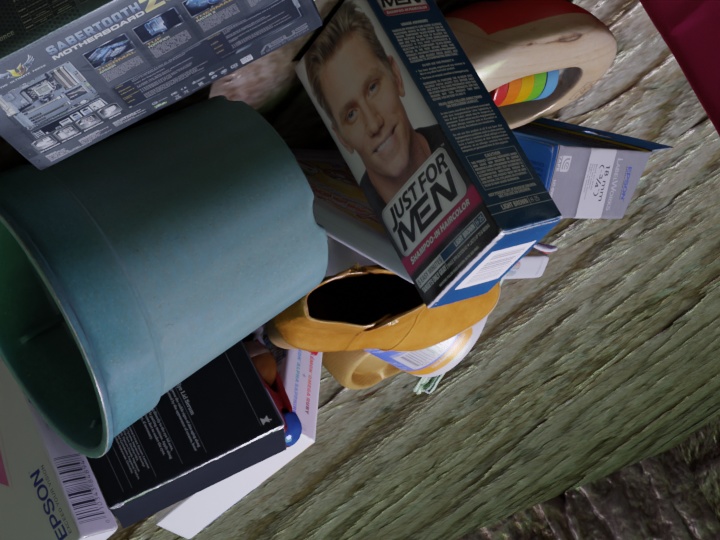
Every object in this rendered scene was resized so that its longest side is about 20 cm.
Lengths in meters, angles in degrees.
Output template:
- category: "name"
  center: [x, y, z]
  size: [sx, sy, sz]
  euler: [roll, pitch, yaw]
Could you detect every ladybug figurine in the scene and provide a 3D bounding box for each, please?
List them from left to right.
- category: "ladybug figurine"
  center: [0.104, -0.154, 1.364]
  size: [0.200, 0.072, 0.136]
  euler: [-13, 159, -40]

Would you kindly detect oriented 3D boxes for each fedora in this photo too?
- category: "fedora"
  center: [0.008, 0.065, 1.862]
  size: [0.200, 0.082, 0.201]
  euler: [-25, 164, -8]

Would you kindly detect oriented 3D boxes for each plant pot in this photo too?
- category: "plant pot"
  center: [-0.140, -0.010, 1.228]
  size: [0.196, 0.200, 0.200]
  euler: [-29, 166, -24]

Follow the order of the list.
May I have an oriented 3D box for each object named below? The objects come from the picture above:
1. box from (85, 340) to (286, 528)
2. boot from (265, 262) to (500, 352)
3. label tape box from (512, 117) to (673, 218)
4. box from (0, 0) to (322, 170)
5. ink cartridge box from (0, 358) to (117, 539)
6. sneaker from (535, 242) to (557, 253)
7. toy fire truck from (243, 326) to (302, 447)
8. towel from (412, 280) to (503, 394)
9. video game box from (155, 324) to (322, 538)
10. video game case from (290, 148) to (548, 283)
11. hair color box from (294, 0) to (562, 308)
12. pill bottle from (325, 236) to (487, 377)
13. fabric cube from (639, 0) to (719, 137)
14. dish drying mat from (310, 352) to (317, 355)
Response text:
- category: "box"
  center: [-0.160, 0.069, 1.388]
  size: [0.141, 0.200, 0.079]
  euler: [-25, 163, -7]
- category: "boot"
  center: [0.035, 0.023, 1.361]
  size: [0.201, 0.071, 0.144]
  euler: [-11, 176, -20]
- category: "label tape box"
  center: [0.145, -0.086, 1.514]
  size: [0.200, 0.144, 0.063]
  euler: [-3, 106, -54]
- category: "box"
  center: [-0.131, -0.142, 1.058]
  size: [0.200, 0.051, 0.158]
  euler: [-28, 164, 3]
- category: "ink cartridge box"
  center: [-0.291, 0.164, 1.475]
  size: [0.043, 0.197, 0.200]
  euler: [-8, 154, -47]
- category: "sneaker"
  center: [0.128, -0.045, 1.648]
  size: [0.112, 0.071, 0.200]
  euler: [-14, -174, 20]
- category: "toy fire truck"
  center: [-0.110, 0.071, 1.531]
  size: [0.112, 0.168, 0.200]
  euler: [-29, 165, 6]
- category: "towel"
  center: [0.103, 0.027, 1.776]
  size: [0.153, 0.023, 0.200]
  euler: [-58, -178, 19]
- category: "video game box"
  center: [-0.110, 0.125, 1.711]
  size: [0.047, 0.182, 0.200]
  euler: [28, 132, -27]
- category: "video game case"
  center: [0.016, -0.044, 1.374]
  size: [0.182, 0.200, 0.023]
  euler: [-3, 118, -56]
- category: "hair color box"
  center: [0.042, -0.087, 1.236]
  size: [0.060, 0.200, 0.100]
  euler: [-14, 157, -39]
- category: "pill bottle"
  center: [0.000, 0.000, 1.491]
  size: [0.200, 0.112, 0.112]
  euler: [29, 128, -33]
- category: "fabric cube"
  center: [0.330, -0.214, 1.324]
  size: [0.196, 0.200, 0.199]
  euler: [-37, 160, 32]
- category: "dish drying mat"
  center: [0.008, -0.015, 1.590]
  size: [0.200, 0.018, 0.077]
  euler: [-53, 165, 0]
